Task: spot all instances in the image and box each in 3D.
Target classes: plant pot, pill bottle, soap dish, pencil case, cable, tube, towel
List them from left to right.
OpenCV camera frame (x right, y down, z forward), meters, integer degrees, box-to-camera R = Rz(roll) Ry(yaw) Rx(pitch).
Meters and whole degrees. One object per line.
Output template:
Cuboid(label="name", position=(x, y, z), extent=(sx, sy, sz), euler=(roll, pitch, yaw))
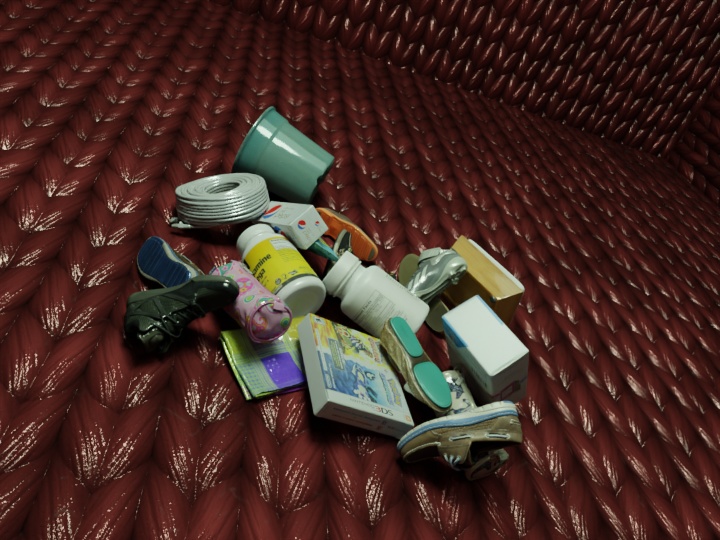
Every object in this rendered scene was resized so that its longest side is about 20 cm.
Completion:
Cuboid(label="cable", position=(-0.297, -0.156, 1.277), extent=(0.200, 0.069, 0.200), euler=(-1, 27, 7))
Cuboid(label="pencil case", position=(-0.198, 0.050, 1.040), extent=(0.087, 0.088, 0.200), euler=(-2, 23, -34))
Cuboid(label="pill bottle", position=(-0.162, 0.002, 1.155), extent=(0.112, 0.113, 0.200), euler=(-8, 44, -39))
Cuboid(label="towel", position=(-0.133, 0.145, 1.038), extent=(0.200, 0.023, 0.144), euler=(-7, 53, -39))
Cuboid(label="plant pot", position=(-0.182, -0.265, 1.461), extent=(0.196, 0.200, 0.200), euler=(31, 33, -3))
Cuboid(label="tube", position=(-0.106, -0.062, 1.270), extent=(0.077, 0.050, 0.200), euler=(30, 2, -33))
Cuboid(label="pill bottle", position=(0.025, 0.057, 1.161), extent=(0.200, 0.114, 0.114), euler=(38, 34, -1))
Cuboid(label="pencil case", position=(0.182, 0.262, 1.026), extent=(0.078, 0.090, 0.200), euler=(4, 39, -27))
Cuboid(label="soap dish", position=(0.263, 0.042, 1.337), extent=(0.081, 0.158, 0.200), euler=(-22, 53, -27))

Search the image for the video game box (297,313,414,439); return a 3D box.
Cuboid(label="video game box", position=(-0.011, 0.180, 1.020), extent=(0.182, 0.047, 0.200), euler=(26, 28, -33))

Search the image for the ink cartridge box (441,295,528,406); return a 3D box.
Cuboid(label="ink cartridge box", position=(0.230, 0.162, 1.089), extent=(0.085, 0.200, 0.145), euler=(-31, 55, -9))

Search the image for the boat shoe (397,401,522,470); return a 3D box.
Cuboid(label="boat shoe", position=(0.153, 0.269, 0.925), extent=(0.072, 0.200, 0.072), euler=(50, 21, -48))

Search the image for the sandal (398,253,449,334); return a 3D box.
Cuboid(label="sandal", position=(0.155, 0.061, 1.334), extent=(0.070, 0.078, 0.212), euler=(34, 23, -51))

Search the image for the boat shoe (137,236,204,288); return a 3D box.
Cuboid(label="boat shoe", position=(-0.341, 0.003, 1.084), extent=(0.200, 0.072, 0.072), euler=(35, 1, 41))

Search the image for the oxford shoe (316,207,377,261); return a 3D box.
Cuboid(label="oxford shoe", position=(-0.027, -0.094, 1.415), extent=(0.200, 0.071, 0.073), euler=(38, 31, 21))

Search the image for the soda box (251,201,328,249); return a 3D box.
Cuboid(label="soda box", position=(-0.153, -0.098, 1.240), extent=(0.068, 0.064, 0.200), euler=(-44, 29, -19))

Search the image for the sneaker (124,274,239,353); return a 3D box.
Cuboid(label="sneaker", position=(-0.291, 0.074, 0.957), extent=(0.199, 0.076, 0.114), euler=(-13, 46, 5))

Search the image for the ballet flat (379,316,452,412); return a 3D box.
Cuboid(label="ballet flat", position=(0.095, 0.175, 1.054), extent=(0.070, 0.065, 0.200), euler=(-2, 50, -35))

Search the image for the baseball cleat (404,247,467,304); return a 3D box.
Cuboid(label="baseball cleat", position=(0.132, 0.023, 1.283), extent=(0.200, 0.070, 0.106), euler=(-30, 48, -5))

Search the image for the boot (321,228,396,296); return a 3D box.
Cuboid(label="boot", position=(0.000, 0.000, 1.294), extent=(0.150, 0.073, 0.200), euler=(19, 37, -5))
